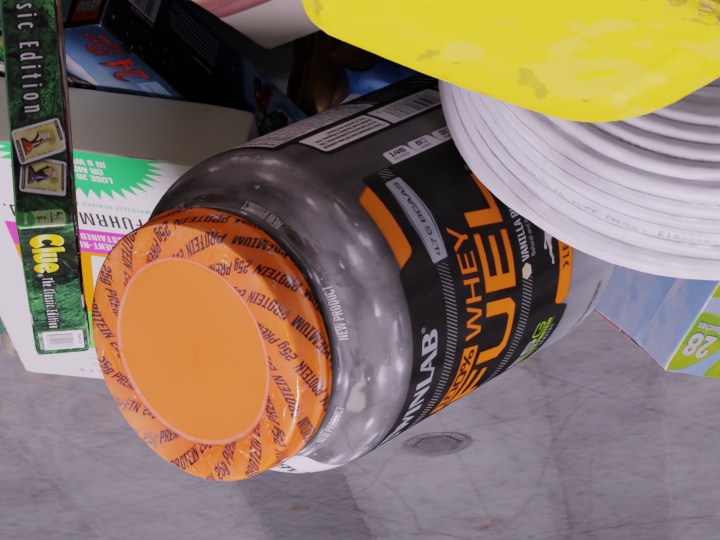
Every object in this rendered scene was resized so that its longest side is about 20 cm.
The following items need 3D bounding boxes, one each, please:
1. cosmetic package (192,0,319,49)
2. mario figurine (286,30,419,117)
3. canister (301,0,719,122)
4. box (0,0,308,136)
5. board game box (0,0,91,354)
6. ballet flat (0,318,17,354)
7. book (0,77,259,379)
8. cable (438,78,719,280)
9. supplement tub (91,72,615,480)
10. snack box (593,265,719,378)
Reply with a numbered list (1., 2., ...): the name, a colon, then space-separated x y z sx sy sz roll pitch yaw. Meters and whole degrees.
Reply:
1. cosmetic package: -0.056 -0.163 0.822 0.103 0.087 0.200 -22 151 30
2. mario figurine: 0.073 -0.063 1.034 0.199 0.106 0.123 12 -172 -17
3. canister: 0.042 -0.157 0.717 0.148 0.201 0.086 16 149 -38
4. box: -0.097 -0.060 1.022 0.136 0.038 0.200 -3 151 35
5. board game box: -0.115 -0.082 0.853 0.023 0.201 0.105 -4 156 -8
6. ballet flat: -0.088 0.022 1.230 0.199 0.063 0.067 1 159 -12
7. book: -0.097 -0.013 1.031 0.133 0.048 0.200 8 153 11
8. cable: 0.129 -0.088 0.880 0.200 0.200 0.069 -38 156 -21
9. supplement tub: 0.000 0.000 0.910 0.122 0.123 0.200 -29 179 42
10. snack box: 0.205 -0.033 1.042 0.200 0.068 0.169 12 114 -50
